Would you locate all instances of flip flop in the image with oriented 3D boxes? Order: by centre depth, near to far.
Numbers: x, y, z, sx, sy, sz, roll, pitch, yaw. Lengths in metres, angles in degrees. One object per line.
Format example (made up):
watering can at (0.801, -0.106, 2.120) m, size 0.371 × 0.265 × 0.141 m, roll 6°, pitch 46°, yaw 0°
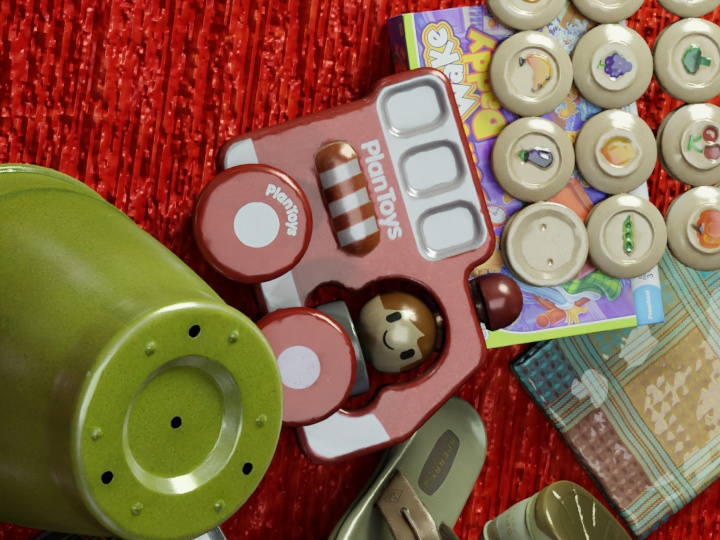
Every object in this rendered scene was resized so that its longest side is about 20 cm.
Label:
flip flop at (0.035, 0.153, 1.563) m, size 0.081 × 0.058 × 0.200 m, roll 52°, pitch 48°, yaw -29°

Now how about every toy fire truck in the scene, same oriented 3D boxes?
toy fire truck at (0.000, 0.000, 1.533) m, size 0.168 × 0.112 × 0.200 m, roll -18°, pitch 91°, yaw -2°

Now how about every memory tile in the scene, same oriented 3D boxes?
memory tile at (0.148, -0.094, 1.580) m, size 0.153 × 0.017 × 0.200 m, roll -5°, pitch 92°, yaw -12°

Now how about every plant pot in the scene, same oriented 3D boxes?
plant pot at (-0.144, 0.058, 1.444) m, size 0.200 × 0.193 × 0.201 m, roll -11°, pitch 109°, yaw -36°

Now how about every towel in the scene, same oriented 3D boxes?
towel at (0.206, 0.050, 1.663) m, size 0.200 × 0.022 × 0.147 m, roll -39°, pitch 103°, yaw -9°

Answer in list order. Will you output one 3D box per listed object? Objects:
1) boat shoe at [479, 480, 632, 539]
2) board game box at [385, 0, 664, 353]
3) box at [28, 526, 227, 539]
boat shoe at (0.157, 0.213, 1.646) m, size 0.201 × 0.063 × 0.073 m, roll 46°, pitch 37°, yaw -18°
board game box at (0.097, -0.059, 1.601) m, size 0.134 × 0.045 × 0.200 m, roll -9°, pitch 93°, yaw -11°
box at (-0.172, 0.188, 1.496) m, size 0.200 × 0.161 × 0.049 m, roll -32°, pitch 101°, yaw -10°
